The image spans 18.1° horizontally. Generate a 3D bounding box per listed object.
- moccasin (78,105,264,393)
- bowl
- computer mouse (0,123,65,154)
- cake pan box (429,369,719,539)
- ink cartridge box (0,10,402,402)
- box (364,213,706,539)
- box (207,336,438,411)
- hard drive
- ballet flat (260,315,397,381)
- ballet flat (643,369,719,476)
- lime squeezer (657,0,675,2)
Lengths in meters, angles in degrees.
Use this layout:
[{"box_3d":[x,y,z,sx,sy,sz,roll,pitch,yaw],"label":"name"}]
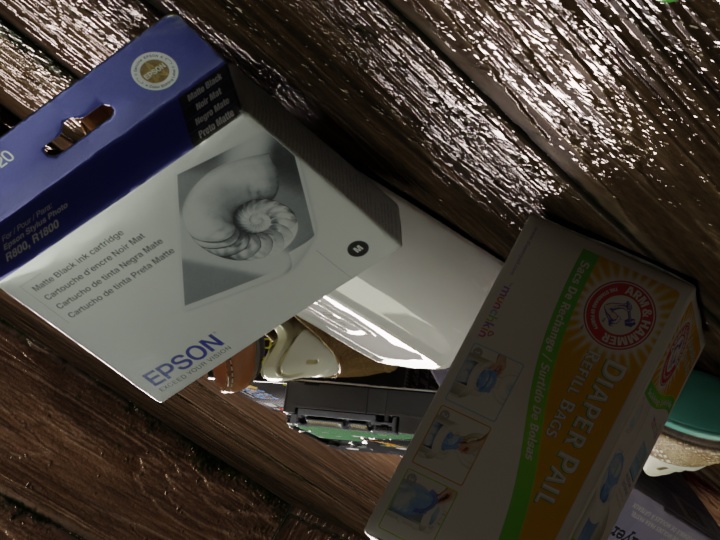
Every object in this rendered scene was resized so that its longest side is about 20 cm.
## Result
[{"box_3d":[-0.119,-0.014,1.417,0.074,0.078,0.202,15,128,66],"label":"moccasin"},{"box_3d":[0.000,0.000,1.447,0.199,0.075,0.200,31,168,-18],"label":"bowl"},{"box_3d":[-0.246,-0.092,1.815,0.200,0.034,0.059,30,171,37],"label":"computer mouse"},{"box_3d":[0.150,0.125,1.539,0.200,0.052,0.184,32,-165,-25],"label":"cake pan box"},{"box_3d":[-0.111,-0.029,1.299,0.200,0.199,0.041,39,-151,-34],"label":"ink cartridge box"},{"box_3d":[0.100,0.088,1.234,0.101,0.200,0.113,25,168,18],"label":"box"},{"box_3d":[-0.018,0.085,1.798,0.160,0.044,0.200,5,170,14],"label":"box"},{"box_3d":[0.029,0.114,1.693,0.139,0.038,0.200,4,172,12],"label":"hard drive"},{"box_3d":[-0.063,0.030,1.543,0.200,0.072,0.068,41,149,-20],"label":"ballet flat"},{"box_3d":[0.174,0.088,1.394,0.200,0.070,0.065,28,132,46],"label":"ballet flat"},{"box_3d":[0.128,-0.098,0.733,0.200,0.038,0.071,23,-160,27],"label":"lime squeezer"}]
